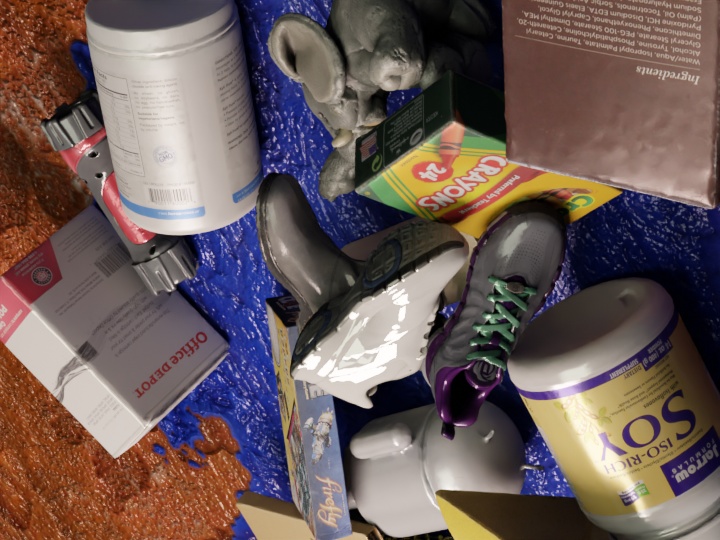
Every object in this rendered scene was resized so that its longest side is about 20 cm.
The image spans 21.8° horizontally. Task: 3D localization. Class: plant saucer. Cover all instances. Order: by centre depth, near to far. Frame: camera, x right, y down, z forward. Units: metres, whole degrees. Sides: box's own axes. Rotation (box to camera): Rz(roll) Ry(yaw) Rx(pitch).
[{"bbox_3d":[0.185,0.248,1.564,0.200,0.200,0.049,31,107,51],"label":"plant saucer"}]

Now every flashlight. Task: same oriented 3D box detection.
[{"bbox_3d":[-0.221,-0.072,1.764,0.068,0.068,0.200,-30,106,7],"label":"flashlight"}]

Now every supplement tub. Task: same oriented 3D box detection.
[{"bbox_3d":[0.222,0.122,1.521,0.145,0.145,0.200,-15,111,42],"label":"supplement tub"},{"bbox_3d":[-0.158,-0.144,1.616,0.132,0.132,0.200,13,127,29],"label":"supplement tub"}]

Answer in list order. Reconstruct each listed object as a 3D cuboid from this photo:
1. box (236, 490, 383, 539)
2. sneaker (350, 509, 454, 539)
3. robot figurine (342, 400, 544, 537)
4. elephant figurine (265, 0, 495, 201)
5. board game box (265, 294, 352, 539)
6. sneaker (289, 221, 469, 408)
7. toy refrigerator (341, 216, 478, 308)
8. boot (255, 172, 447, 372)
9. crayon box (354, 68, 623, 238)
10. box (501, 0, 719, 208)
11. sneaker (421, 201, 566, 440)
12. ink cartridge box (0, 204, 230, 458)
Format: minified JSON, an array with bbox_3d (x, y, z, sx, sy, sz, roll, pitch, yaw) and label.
[{"bbox_3d":[-0.021,0.292,1.799,0.200,0.021,0.164,8,133,50],"label":"box"},{"bbox_3d":[0.059,0.279,1.817,0.200,0.074,0.085,35,126,1],"label":"sneaker"},{"bbox_3d":[0.068,0.178,1.696,0.200,0.113,0.170,-18,148,42],"label":"robot figurine"},{"bbox_3d":[-0.003,-0.167,1.486,0.141,0.155,0.200,23,153,-35],"label":"elephant figurine"},{"bbox_3d":[-0.048,0.132,1.708,0.135,0.035,0.200,-137,39,-75],"label":"board game box"},{"bbox_3d":[0.027,0.035,1.501,0.087,0.075,0.200,33,128,-16],"label":"sneaker"},{"bbox_3d":[0.053,-0.003,1.604,0.200,0.076,0.070,-22,106,43],"label":"toy refrigerator"},{"bbox_3d":[0.000,0.000,1.556,0.132,0.070,0.200,-3,126,30],"label":"boot"},{"bbox_3d":[0.112,-0.076,1.449,0.200,0.051,0.127,18,147,-30],"label":"crayon box"},{"bbox_3d":[0.204,-0.180,1.300,0.164,0.166,0.200,15,128,26],"label":"box"},{"bbox_3d":[0.111,0.042,1.466,0.074,0.088,0.200,14,126,-14],"label":"sneaker"},{"bbox_3d":[-0.247,0.059,1.816,0.200,0.146,0.085,45,137,1],"label":"ink cartridge box"}]
